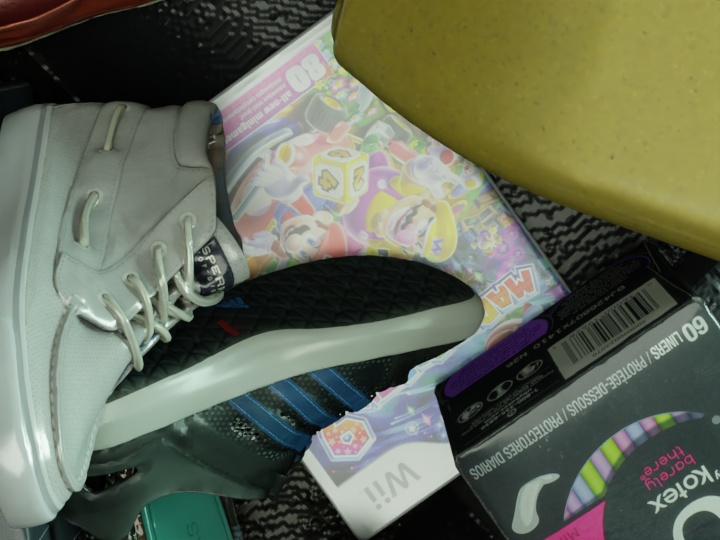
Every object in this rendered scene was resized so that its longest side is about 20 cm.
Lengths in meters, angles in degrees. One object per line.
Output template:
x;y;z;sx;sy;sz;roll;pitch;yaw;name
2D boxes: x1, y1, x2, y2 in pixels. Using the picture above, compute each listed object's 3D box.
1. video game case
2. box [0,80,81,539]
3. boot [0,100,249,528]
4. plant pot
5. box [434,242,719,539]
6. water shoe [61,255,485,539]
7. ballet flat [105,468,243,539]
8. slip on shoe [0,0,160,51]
0.000;0.000;0.885;0.143;0.018;0.200;-35;95;4;video game case
-0.185;0.029;0.826;0.106;0.148;0.201;-8;96;2;box
-0.090;0.005;0.753;0.095;0.201;0.074;-7;139;3;boot
0.099;-0.114;0.786;0.199;0.195;0.195;15;94;5;plant pot
0.135;0.109;0.842;0.122;0.106;0.200;-35;103;5;box
-0.040;0.051;0.835;0.199;0.071;0.079;-15;119;-22;water shoe
-0.099;0.061;0.869;0.074;0.074;0.201;-6;96;2;ballet flat
-0.101;-0.148;0.847;0.199;0.061;0.074;-23;94;2;slip on shoe
